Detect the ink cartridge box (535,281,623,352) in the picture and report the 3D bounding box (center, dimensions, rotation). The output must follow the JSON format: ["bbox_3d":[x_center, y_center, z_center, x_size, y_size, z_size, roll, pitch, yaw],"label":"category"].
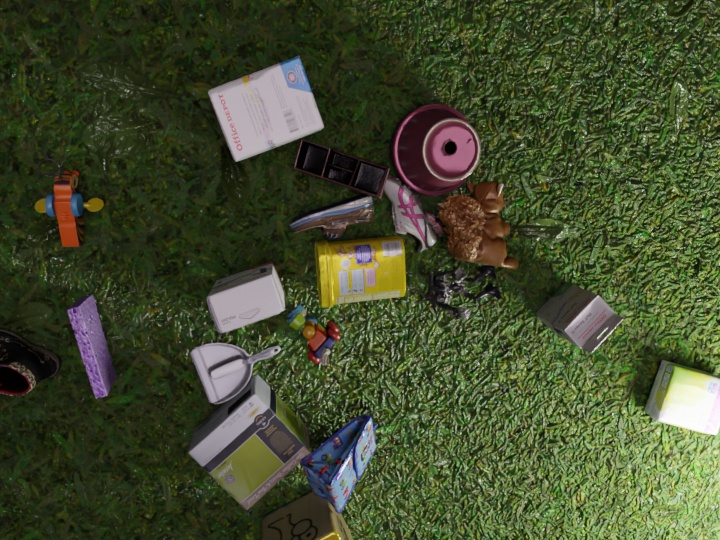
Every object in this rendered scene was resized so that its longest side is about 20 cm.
[{"bbox_3d":[0.511,0.106,1.431,0.067,0.200,0.117,43,91,-13],"label":"ink cartridge box"}]

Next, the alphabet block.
[{"bbox_3d":[-0.114,0.675,1.436,0.193,0.200,0.199,-26,103,-3],"label":"alphabet block"}]

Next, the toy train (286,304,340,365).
[{"bbox_3d":[-0.110,0.140,1.344,0.116,0.200,0.085,43,92,-9],"label":"toy train"}]

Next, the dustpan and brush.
[{"bbox_3d":[-0.277,0.213,1.396,0.197,0.057,0.142,-22,96,-9],"label":"dustpan and brush"}]

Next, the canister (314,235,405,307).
[{"bbox_3d":[0.000,0.000,1.390,0.196,0.087,0.151,-6,106,-10],"label":"canister"}]

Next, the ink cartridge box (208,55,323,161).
[{"bbox_3d":[-0.196,-0.331,1.272,0.197,0.145,0.149,-21,102,-5],"label":"ink cartridge box"}]

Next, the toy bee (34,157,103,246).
[{"bbox_3d":[-0.605,-0.157,1.274,0.129,0.109,0.202,17,122,-19],"label":"toy bee"}]

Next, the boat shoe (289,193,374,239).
[{"bbox_3d":[-0.060,-0.110,1.370,0.197,0.072,0.074,-18,104,-5],"label":"boat shoe"}]

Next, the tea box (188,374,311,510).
[{"bbox_3d":[-0.250,0.390,1.398,0.199,0.134,0.197,-40,102,0],"label":"tea box"}]

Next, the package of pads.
[{"bbox_3d":[0.859,0.336,1.595,0.197,0.068,0.157,16,96,-10],"label":"package of pads"}]

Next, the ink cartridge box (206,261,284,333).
[{"bbox_3d":[-0.242,0.053,1.305,0.143,0.200,0.086,-19,102,-5],"label":"ink cartridge box"}]

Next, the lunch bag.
[{"bbox_3d":[-0.031,0.433,1.423,0.200,0.093,0.152,-45,145,-29],"label":"lunch bag"}]

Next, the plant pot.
[{"bbox_3d":[0.173,-0.261,1.325,0.196,0.179,0.204,-2,101,-8],"label":"plant pot"}]

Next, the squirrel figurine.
[{"bbox_3d":[0.266,-0.112,1.368,0.198,0.140,0.190,8,92,-44],"label":"squirrel figurine"}]

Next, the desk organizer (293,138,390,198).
[{"bbox_3d":[-0.041,-0.222,1.325,0.197,0.077,0.073,19,97,4],"label":"desk organizer"}]

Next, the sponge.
[{"bbox_3d":[-0.578,0.163,1.318,0.029,0.112,0.204,-14,102,-8],"label":"sponge"}]

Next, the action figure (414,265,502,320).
[{"bbox_3d":[0.230,0.046,1.429,0.197,0.102,0.121,-14,103,-9],"label":"action figure"}]

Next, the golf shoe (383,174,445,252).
[{"bbox_3d":[0.105,-0.130,1.392,0.092,0.073,0.200,-42,103,0],"label":"golf shoe"}]

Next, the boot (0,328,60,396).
[{"bbox_3d":[-0.750,0.191,1.276,0.198,0.151,0.074,28,95,-13],"label":"boot"}]
